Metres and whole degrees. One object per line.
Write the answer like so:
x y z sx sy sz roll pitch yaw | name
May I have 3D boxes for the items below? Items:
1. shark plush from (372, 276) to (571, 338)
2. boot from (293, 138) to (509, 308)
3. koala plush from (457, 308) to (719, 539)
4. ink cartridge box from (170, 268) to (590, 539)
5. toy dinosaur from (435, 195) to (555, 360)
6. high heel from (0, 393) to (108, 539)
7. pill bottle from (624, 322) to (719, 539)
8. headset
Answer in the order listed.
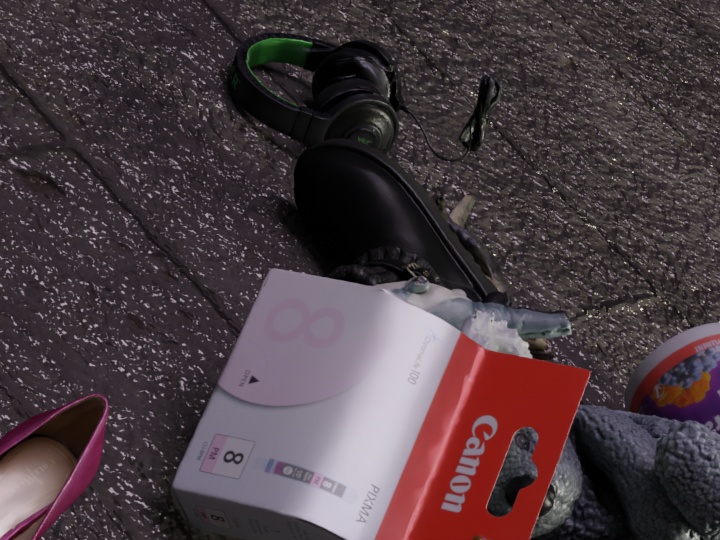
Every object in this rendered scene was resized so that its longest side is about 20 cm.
0.030 0.053 1.561 0.200 0.091 0.083 -6 72 -17 | shark plush
0.002 -0.001 1.681 0.211 0.079 0.158 45 29 16 | boot
0.107 0.132 1.518 0.200 0.178 0.184 25 10 -18 | koala plush
0.012 0.089 1.420 0.200 0.057 0.163 8 55 24 | ink cartridge box
0.079 -0.003 1.807 0.088 0.047 0.200 32 24 -39 | toy dinosaur
-0.192 0.130 1.251 0.067 0.096 0.200 41 28 9 | high heel
0.275 0.142 1.730 0.111 0.111 0.200 11 37 -38 | pill bottle
0.002 -0.137 1.872 0.200 0.094 0.124 18 31 -8 | headset
